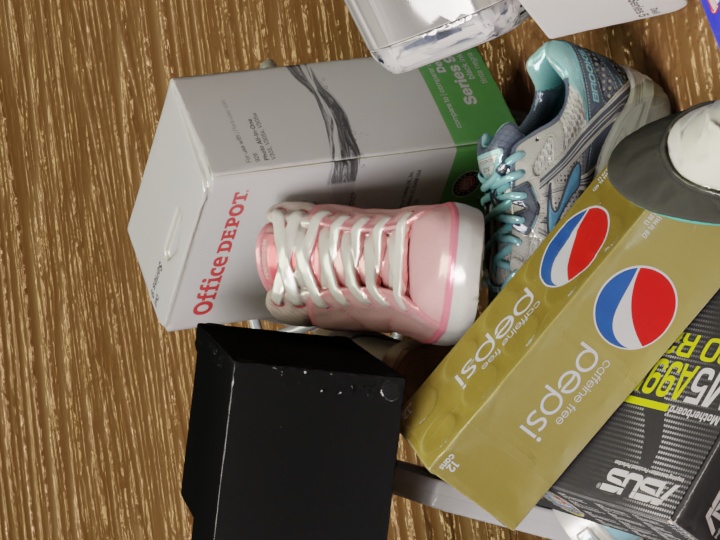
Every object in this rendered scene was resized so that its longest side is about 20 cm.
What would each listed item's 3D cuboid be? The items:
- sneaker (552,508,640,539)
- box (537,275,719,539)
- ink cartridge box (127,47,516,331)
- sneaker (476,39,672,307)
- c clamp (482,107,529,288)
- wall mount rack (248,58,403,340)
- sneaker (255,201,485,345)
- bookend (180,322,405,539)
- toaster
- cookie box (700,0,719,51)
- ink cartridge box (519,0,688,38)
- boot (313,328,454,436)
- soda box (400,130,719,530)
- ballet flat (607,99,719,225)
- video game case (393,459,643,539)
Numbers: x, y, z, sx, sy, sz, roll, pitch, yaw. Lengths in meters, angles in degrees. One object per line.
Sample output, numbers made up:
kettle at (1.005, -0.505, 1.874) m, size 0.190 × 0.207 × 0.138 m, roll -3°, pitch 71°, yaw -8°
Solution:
sneaker at (0.136, 0.076, 1.612) m, size 0.082 × 0.074 × 0.200 m, roll -34°, pitch 42°, yaw 15°
box at (0.159, 0.057, 1.477) m, size 0.160 × 0.044 × 0.200 m, roll -58°, pitch 26°, yaw -10°
ink cartridge box at (-0.024, -0.049, 1.692) m, size 0.146 × 0.199 × 0.084 m, roll 111°, pitch 144°, yaw -48°
sneaker at (0.090, -0.033, 1.551) m, size 0.078 × 0.086 × 0.200 m, roll -14°, pitch 49°, yaw 58°
c clamp at (0.078, -0.069, 1.728) m, size 0.200 × 0.027 × 0.171 m, roll 28°, pitch 118°, yaw 60°
wall mount rack at (-0.037, -0.034, 1.842) m, size 0.074 × 0.200 × 0.174 m, roll -21°, pitch 74°, yaw 24°
sneaker at (0.000, 0.000, 1.568) m, size 0.200 × 0.104 × 0.076 m, roll 172°, pitch 103°, yaw -76°
bookend at (-0.047, 0.139, 1.550) m, size 0.199 × 0.092 × 0.201 m, roll -156°, pitch 73°, yaw -80°
toaster at (0.042, -0.194, 1.608) m, size 0.113 × 0.200 × 0.129 m, roll -20°, pitch 101°, yaw 22°
cookie box at (0.226, -0.207, 1.366) m, size 0.200 × 0.075 × 0.172 m, roll -55°, pitch 45°, yaw 50°
ink cartridge box at (0.104, -0.241, 1.511) m, size 0.145 × 0.084 × 0.201 m, roll 36°, pitch -137°, yaw -68°
boot at (0.025, 0.067, 1.695) m, size 0.146 × 0.200 × 0.070 m, roll 29°, pitch 82°, yaw 40°
soda box at (0.109, 0.031, 1.468) m, size 0.200 × 0.064 × 0.068 m, roll -51°, pitch 25°, yaw 6°
ballet flat at (0.207, -0.052, 1.357) m, size 0.200 × 0.068 × 0.068 m, roll 14°, pitch 146°, yaw 26°
video game case at (0.055, 0.130, 1.677) m, size 0.200 × 0.143 × 0.017 m, roll 12°, pitch 86°, yaw 62°
